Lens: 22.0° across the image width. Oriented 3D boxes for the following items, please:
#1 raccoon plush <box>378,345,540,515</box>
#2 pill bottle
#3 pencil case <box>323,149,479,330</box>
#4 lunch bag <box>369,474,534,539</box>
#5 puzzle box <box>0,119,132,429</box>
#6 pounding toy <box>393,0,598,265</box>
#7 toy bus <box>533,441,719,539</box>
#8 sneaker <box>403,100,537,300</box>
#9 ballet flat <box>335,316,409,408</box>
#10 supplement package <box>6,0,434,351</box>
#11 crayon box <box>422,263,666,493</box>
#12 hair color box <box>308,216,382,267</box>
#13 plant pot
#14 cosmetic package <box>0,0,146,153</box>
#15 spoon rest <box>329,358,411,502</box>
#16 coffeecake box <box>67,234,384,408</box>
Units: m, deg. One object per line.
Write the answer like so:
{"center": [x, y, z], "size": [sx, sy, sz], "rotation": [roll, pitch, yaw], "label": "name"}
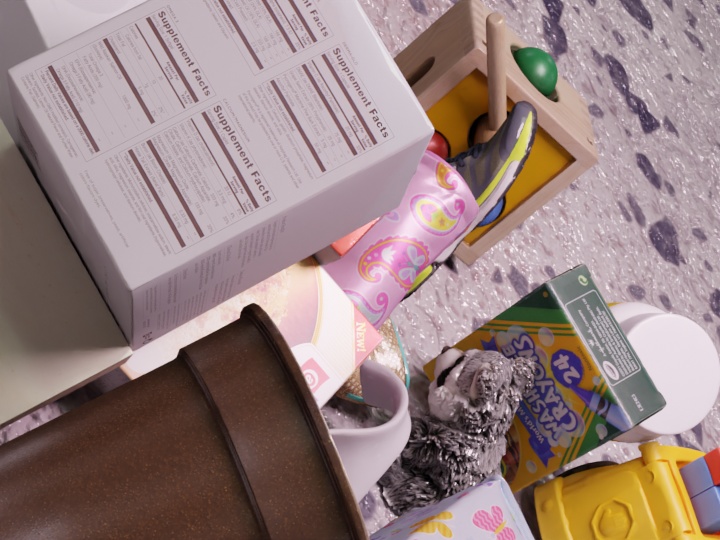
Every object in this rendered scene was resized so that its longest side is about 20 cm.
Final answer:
{"center": [0.103, 0.153, 1.404], "size": [0.200, 0.134, 0.097], "rotation": [55, 32, -1], "label": "raccoon plush"}
{"center": [0.206, 0.083, 1.530], "size": [0.114, 0.200, 0.115], "rotation": [1, 87, -19], "label": "pill bottle"}
{"center": [0.000, 0.000, 1.374], "size": [0.087, 0.087, 0.200], "rotation": [46, 71, -14], "label": "pencil case"}
{"center": [0.072, 0.267, 1.275], "size": [0.169, 0.127, 0.201], "rotation": [-25, 89, -54], "label": "lunch bag"}
{"center": [-0.243, -0.003, 1.125], "size": [0.133, 0.025, 0.201], "rotation": [-27, 84, -24], "label": "puzzle box"}
{"center": [0.100, -0.130, 1.578], "size": [0.184, 0.200, 0.143], "rotation": [39, 27, -25], "label": "pounding toy"}
{"center": [0.272, 0.207, 1.533], "size": [0.199, 0.192, 0.136], "rotation": [16, 48, -48], "label": "toy bus"}
{"center": [0.067, -0.065, 1.509], "size": [0.081, 0.200, 0.074], "rotation": [42, 15, 0], "label": "sneaker"}
{"center": [-0.018, 0.014, 1.440], "size": [0.065, 0.071, 0.201], "rotation": [1, 56, -33], "label": "ballet flat"}
{"center": [-0.086, -0.077, 1.113], "size": [0.199, 0.152, 0.151], "rotation": [-29, 80, -13], "label": "supplement package"}
{"center": [0.131, 0.096, 1.452], "size": [0.051, 0.200, 0.126], "rotation": [-24, 80, -41], "label": "crayon box"}
{"center": [-0.067, -0.052, 1.306], "size": [0.064, 0.200, 0.111], "rotation": [-45, 100, -24], "label": "hair color box"}
{"center": [-0.115, 0.145, 1.025], "size": [0.200, 0.197, 0.201], "rotation": [160, -90, -79], "label": "plant pot"}
{"center": [-0.210, -0.173, 1.292], "size": [0.200, 0.123, 0.200], "rotation": [-8, 68, -55], "label": "cosmetic package"}
{"center": [-0.019, 0.133, 1.293], "size": [0.200, 0.060, 0.100], "rotation": [-47, 138, -46], "label": "spoon rest"}
{"center": [-0.108, 0.028, 1.232], "size": [0.200, 0.073, 0.154], "rotation": [49, 65, -11], "label": "coffeecake box"}
